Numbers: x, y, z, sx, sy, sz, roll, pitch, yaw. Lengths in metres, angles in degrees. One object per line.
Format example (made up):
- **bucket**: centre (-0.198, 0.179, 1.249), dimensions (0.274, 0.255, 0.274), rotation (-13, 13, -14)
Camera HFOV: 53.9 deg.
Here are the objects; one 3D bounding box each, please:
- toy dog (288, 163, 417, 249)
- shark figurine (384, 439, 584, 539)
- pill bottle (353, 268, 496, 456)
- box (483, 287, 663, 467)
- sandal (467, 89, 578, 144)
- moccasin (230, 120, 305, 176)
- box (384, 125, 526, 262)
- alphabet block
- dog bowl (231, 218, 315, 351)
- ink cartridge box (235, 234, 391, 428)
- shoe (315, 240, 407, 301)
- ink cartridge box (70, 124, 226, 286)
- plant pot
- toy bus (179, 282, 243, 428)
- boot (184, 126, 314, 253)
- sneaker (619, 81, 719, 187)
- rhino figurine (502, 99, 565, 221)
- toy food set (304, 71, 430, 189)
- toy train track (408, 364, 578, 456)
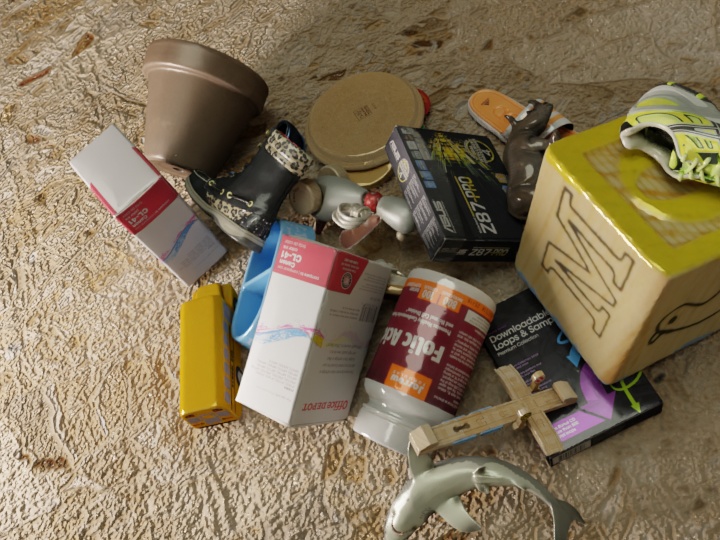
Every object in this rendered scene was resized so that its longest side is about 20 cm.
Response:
- **toy dog**: centre (-0.013, -0.074, 0.985), dimensions (0.131, 0.097, 0.200), rotation (-16, 35, -28)
- **shark figurine**: centre (0.129, 0.228, 0.767), dimensions (0.212, 0.089, 0.130), rotation (-5, 87, 15)
- **pill bottle**: centre (0.072, 0.110, 0.827), dimensions (0.113, 0.114, 0.202), rotation (19, 79, 26)
- **box**: centre (0.237, 0.107, 0.838), dimensions (0.142, 0.036, 0.201), rotation (-26, 54, 0)
- **sandal**: centre (0.229, -0.216, 1.015), dimensions (0.079, 0.059, 0.206), rotation (-44, 58, -11)
- **moccasin**: centre (-0.159, -0.145, 1.087), dimensions (0.080, 0.068, 0.202), rotation (15, 68, 24)
- **box**: centre (0.134, -0.101, 0.937), dimensions (0.159, 0.049, 0.202), rotation (0, 52, -26)
- **alphabet block**: centre (0.309, -0.033, 0.775), dimensions (0.194, 0.201, 0.197), rotation (-23, 56, -16)
- **dog bowl**: centre (-0.120, 0.019, 0.956), dimensions (0.111, 0.049, 0.202), rotation (-26, 45, 50)
- **ink cartridge box**: centre (-0.052, 0.072, 0.842), dimensions (0.085, 0.147, 0.202), rotation (18, 90, 27)
- **shoe**: centre (0.000, 0.000, 0.949), dimensions (0.198, 0.070, 0.054), rotation (14, 84, 26)
- **ink cartridge box**: centre (-0.297, -0.087, 1.009), dimensions (0.086, 0.201, 0.147), rotation (-43, 57, -10)
- **plant pot**: centre (-0.263, -0.239, 1.124), dimensions (0.198, 0.200, 0.177), rotation (12, 84, 23)
- **toy bus**: centre (-0.200, 0.106, 0.948), dimensions (0.064, 0.078, 0.202), rotation (-14, 58, 8)
- **boot**: centre (-0.157, -0.133, 0.997), dimensions (0.154, 0.073, 0.203), rotation (-55, 48, 6)
- **sneaker**: centre (0.335, -0.103, 0.666), dimensions (0.076, 0.076, 0.200), rotation (-38, 50, -17)
- **rhino figurine**: centre (0.225, -0.150, 0.921), dimensions (0.087, 0.060, 0.202), rotation (-21, 51, 33)
- **toy food set**: centre (0.010, -0.229, 1.097), dimensions (0.198, 0.049, 0.200), rotation (-43, 57, -10)
- **toy train track**: centre (0.146, 0.150, 0.754), dimensions (0.198, 0.033, 0.115), rotation (-14, 49, -19)
